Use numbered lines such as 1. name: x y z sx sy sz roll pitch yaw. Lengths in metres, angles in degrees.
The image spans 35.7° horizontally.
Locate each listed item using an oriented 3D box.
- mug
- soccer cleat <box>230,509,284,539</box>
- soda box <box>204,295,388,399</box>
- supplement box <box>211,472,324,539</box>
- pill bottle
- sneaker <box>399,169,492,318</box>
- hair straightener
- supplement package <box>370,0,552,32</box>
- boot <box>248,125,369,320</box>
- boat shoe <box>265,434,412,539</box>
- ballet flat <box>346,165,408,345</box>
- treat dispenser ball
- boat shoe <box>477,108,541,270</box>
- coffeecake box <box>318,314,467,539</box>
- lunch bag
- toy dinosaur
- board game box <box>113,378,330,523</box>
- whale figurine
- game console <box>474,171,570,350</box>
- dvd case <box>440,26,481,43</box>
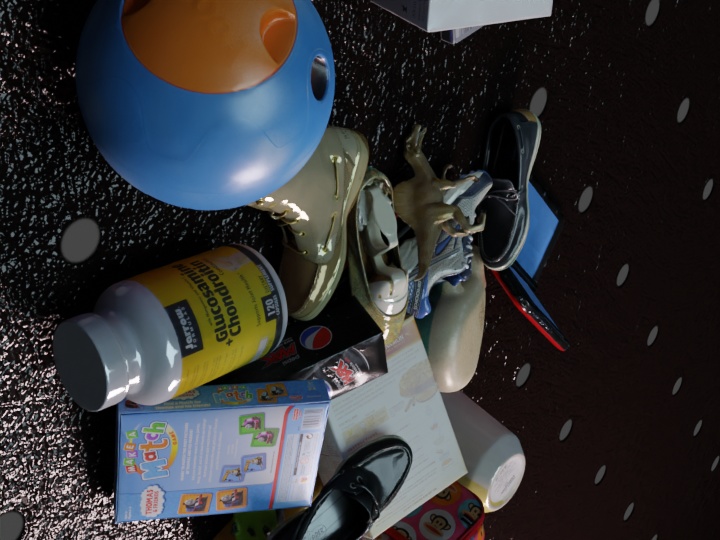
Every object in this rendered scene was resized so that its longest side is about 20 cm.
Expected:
1. mug: 0.129 0.259 1.479 0.149 0.152 0.189 -11 120 -49
2. soccer cleat: -0.099 0.227 1.213 0.081 0.067 0.203 -9 100 -56
3. soda box: -0.073 0.104 1.143 0.198 0.071 0.064 -24 134 -16
4. supplement box: -0.089 0.285 1.292 0.200 0.066 0.069 -44 142 -26
5. pill bottle: -0.169 0.053 1.005 0.199 0.111 0.113 -23 128 -44
6. sneaker: 0.101 -0.027 1.306 0.201 0.085 0.077 -51 175 -13
7. hair straightener: 0.000 0.000 1.246 0.201 0.041 0.077 -52 144 -25
8. supplement package: 0.105 -0.350 1.077 0.154 0.111 0.202 -13 122 -27
9. boot: -0.075 -0.051 1.094 0.155 0.072 0.202 6 105 -54
10. boat shoe: -0.014 0.250 1.170 0.198 0.066 0.075 -34 103 -18
11. ballet flat: 0.020 -0.014 1.189 0.070 0.070 0.203 -22 105 -43
12. treat dispenser ball: -0.119 -0.148 0.868 0.200 0.200 0.203 -30 133 -38
13. boat shoe: 0.174 -0.101 1.382 0.062 0.074 0.203 1 102 -49
14. coffeecake box: 0.018 0.172 1.270 0.153 0.073 0.202 -27 103 -32
15. lunch bag: 0.033 0.306 1.348 0.176 0.199 0.083 -39 143 -32
16. toy dinosaur: 0.082 -0.061 1.232 0.100 0.202 0.058 8 150 -17
17. board game box: -0.137 0.175 1.083 0.197 0.037 0.153 -2 129 -17
18. whale figurine: 0.100 0.055 1.386 0.160 0.102 0.201 76 27 -42
19. game console: 0.243 -0.014 1.490 0.118 0.173 0.200 -38 147 10
20. dvd case: 0.135 -0.367 1.210 0.150 0.025 0.202 -37 137 -34
